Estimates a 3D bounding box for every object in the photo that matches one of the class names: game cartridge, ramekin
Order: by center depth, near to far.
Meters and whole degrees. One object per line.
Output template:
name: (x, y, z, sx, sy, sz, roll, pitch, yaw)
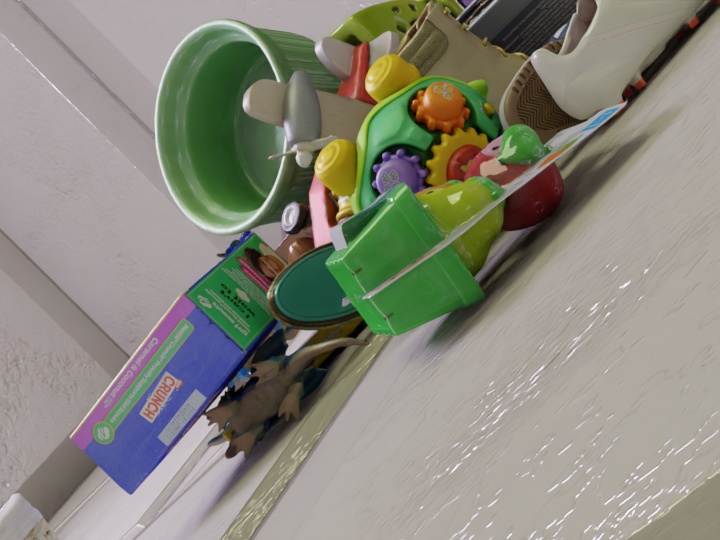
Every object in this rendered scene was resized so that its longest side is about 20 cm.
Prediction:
game cartridge: (0.174, -0.225, 1.585, 0.200, 0.133, 0.041, -42, 30, 24)
ramekin: (-0.099, -0.137, 1.689, 0.097, 0.201, 0.200, -5, -28, -44)

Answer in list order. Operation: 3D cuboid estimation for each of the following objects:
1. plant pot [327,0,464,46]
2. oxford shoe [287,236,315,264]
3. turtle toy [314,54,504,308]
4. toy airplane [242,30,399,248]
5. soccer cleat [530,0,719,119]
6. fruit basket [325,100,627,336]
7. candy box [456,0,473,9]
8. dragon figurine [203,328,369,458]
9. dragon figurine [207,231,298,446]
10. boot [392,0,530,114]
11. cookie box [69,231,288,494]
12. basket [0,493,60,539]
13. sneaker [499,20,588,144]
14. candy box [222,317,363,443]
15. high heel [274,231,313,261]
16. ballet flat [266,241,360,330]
plant pot: (0.051, -0.157, 1.778, 0.181, 0.200, 0.199, -37, -4, -46)
oxford shoe: (-0.032, 0.008, 1.702, 0.071, 0.071, 0.200, -45, -13, -9)
turtle toy: (0.046, -0.056, 1.312, 0.201, 0.145, 0.101, -60, 29, -10)
toy airplane: (0.010, -0.115, 1.563, 0.199, 0.200, 0.141, -36, 21, -26)
soccer cleat: (0.204, -0.192, 1.301, 0.200, 0.078, 0.069, -47, 4, -24)
fruit basket: (0.069, -0.045, 1.147, 0.200, 0.094, 0.185, -43, 3, -5)
candy box: (0.178, -0.288, 1.652, 0.168, 0.200, 0.072, -44, 2, 24)
dragon figurine: (-0.068, 0.091, 1.458, 0.200, 0.059, 0.100, -46, 4, 25)
dragon figurine: (-0.124, 0.066, 1.723, 0.202, 0.099, 0.059, -66, -19, -1)
boot: (0.121, -0.184, 1.532, 0.200, 0.155, 0.073, -47, 4, -13)
cookie box: (-0.142, 0.074, 1.506, 0.171, 0.075, 0.200, -50, 1, 20)
basket: (-0.277, 0.272, 1.369, 0.136, 0.123, 0.200, -45, 5, -2)
sneaker: (0.162, -0.148, 1.367, 0.200, 0.070, 0.108, -43, 4, -28)
candy box: (-0.048, 0.079, 1.607, 0.200, 0.026, 0.102, -46, 4, -1)
high heel: (-0.076, -0.018, 1.762, 0.068, 0.095, 0.201, -111, 24, -43)
ballet flat: (0.000, 0.000, 1.487, 0.199, 0.071, 0.071, -32, -3, -27)
